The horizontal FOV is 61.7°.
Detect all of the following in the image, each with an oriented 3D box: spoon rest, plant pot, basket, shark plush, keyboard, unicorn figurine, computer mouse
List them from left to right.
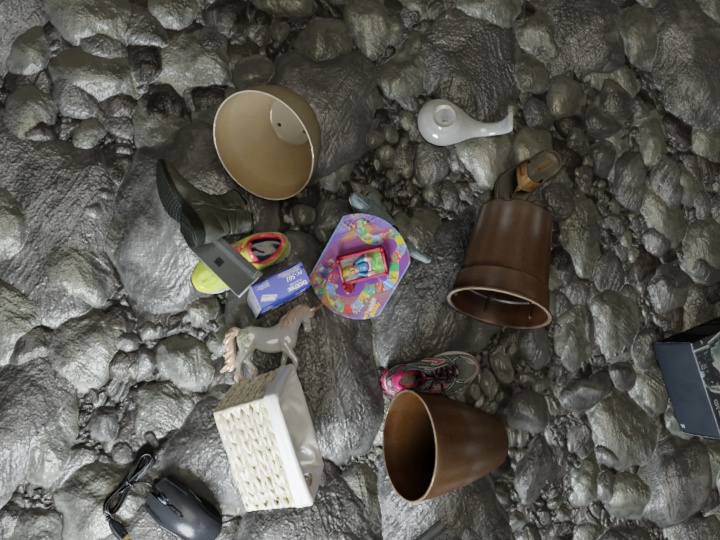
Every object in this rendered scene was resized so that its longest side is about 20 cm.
[{"bbox_3d":[-0.341,0.422,1.025,0.200,0.046,0.141,45,74,-4],"label":"computer mouse"},{"bbox_3d":[-0.242,-0.020,1.057,0.056,0.199,0.011,-48,139,-7],"label":"keyboard"},{"bbox_3d":[-0.151,0.284,1.014,0.120,0.136,0.205,-15,100,9],"label":"basket"},{"bbox_3d":[-0.155,0.133,1.095,0.195,0.074,0.141,0,87,-16],"label":"unicorn figurine"},{"bbox_3d":[-0.150,-0.252,1.105,0.199,0.201,0.135,38,40,-5],"label":"plant pot"},{"bbox_3d":[0.049,-0.071,1.165,0.091,0.083,0.201,-41,93,-15],"label":"shark plush"},{"bbox_3d":[0.169,0.317,1.105,0.195,0.186,0.192,6,81,-26],"label":"plant pot"},{"bbox_3d":[0.216,-0.307,1.258,0.194,0.061,0.102,4,80,1],"label":"spoon rest"},{"bbox_3d":[0.283,-0.018,1.168,0.196,0.200,0.203,18,71,-10],"label":"plant pot"}]

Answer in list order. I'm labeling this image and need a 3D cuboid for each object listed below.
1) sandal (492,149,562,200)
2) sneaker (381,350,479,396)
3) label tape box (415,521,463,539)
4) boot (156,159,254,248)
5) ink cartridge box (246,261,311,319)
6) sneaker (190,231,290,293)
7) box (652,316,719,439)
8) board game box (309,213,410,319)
[{"bbox_3d":[0.358,-0.194,1.269,0.198,0.055,0.083,-32,90,-15],"label":"sandal"},{"bbox_3d":[0.141,0.206,1.155,0.195,0.075,0.083,-10,85,-15],"label":"sneaker"},{"bbox_3d":[0.131,0.528,1.043,0.142,0.200,0.067,-33,88,-15],"label":"label tape box"},{"bbox_3d":[-0.285,-0.128,1.102,0.129,0.068,0.202,-18,62,-36],"label":"boot"},{"bbox_3d":[-0.146,0.039,1.043,0.092,0.200,0.045,-27,87,-15],"label":"ink cartridge box"},{"bbox_3d":[-0.218,-0.024,1.093,0.197,0.090,0.080,-28,91,-14],"label":"sneaker"},{"bbox_3d":[0.763,0.220,1.277,0.192,0.124,0.205,-17,86,-13],"label":"box"},{"bbox_3d":[0.000,0.000,1.125,0.156,0.039,0.203,30,102,-6],"label":"board game box"}]
